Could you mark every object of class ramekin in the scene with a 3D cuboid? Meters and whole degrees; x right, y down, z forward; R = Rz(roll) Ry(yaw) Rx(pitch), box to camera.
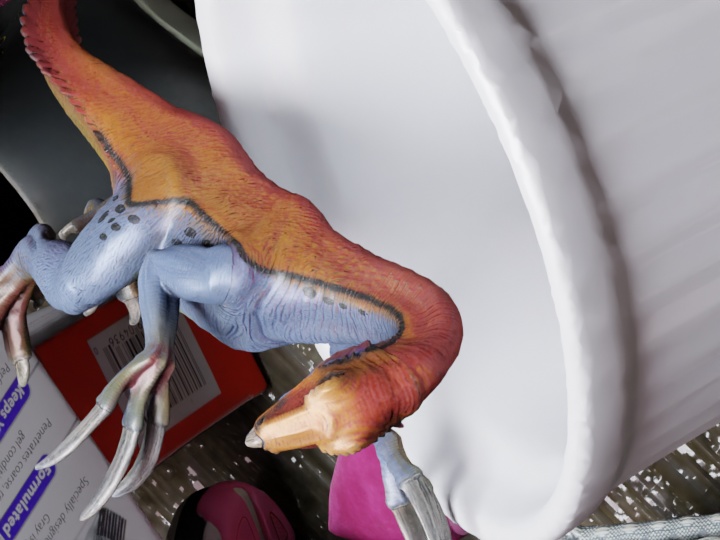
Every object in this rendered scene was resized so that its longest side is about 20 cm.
[{"bbox_3d":[0.043,-0.036,0.754,0.201,0.097,0.201,53,156,35],"label":"ramekin"}]

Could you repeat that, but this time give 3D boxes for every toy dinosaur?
[{"bbox_3d":[-0.043,-0.003,0.752,0.181,0.105,0.201,-13,90,52],"label":"toy dinosaur"}]

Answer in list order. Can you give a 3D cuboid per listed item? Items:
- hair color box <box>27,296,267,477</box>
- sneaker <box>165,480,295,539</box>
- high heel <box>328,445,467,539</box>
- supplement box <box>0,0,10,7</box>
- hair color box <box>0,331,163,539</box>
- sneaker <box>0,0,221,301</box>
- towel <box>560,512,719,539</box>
[{"bbox_3d":[-0.141,0.061,1.024,0.199,0.101,0.062,-20,99,39],"label":"hair color box"},{"bbox_3d":[-0.070,0.162,1.034,0.087,0.074,0.201,15,122,22],"label":"sneaker"},{"bbox_3d":[0.000,0.000,0.925,0.095,0.067,0.201,-12,116,26],"label":"high heel"},{"bbox_3d":[-0.152,-0.105,0.811,0.110,0.200,0.086,-10,112,40],"label":"supplement box"},{"bbox_3d":[-0.147,0.058,0.855,0.065,0.110,0.201,-5,129,37],"label":"hair color box"},{"bbox_3d":[-0.112,-0.054,0.928,0.200,0.106,0.075,26,126,46],"label":"sneaker"},{"bbox_3d":[0.172,0.147,0.858,0.199,0.035,0.193,-11,119,36],"label":"towel"}]
